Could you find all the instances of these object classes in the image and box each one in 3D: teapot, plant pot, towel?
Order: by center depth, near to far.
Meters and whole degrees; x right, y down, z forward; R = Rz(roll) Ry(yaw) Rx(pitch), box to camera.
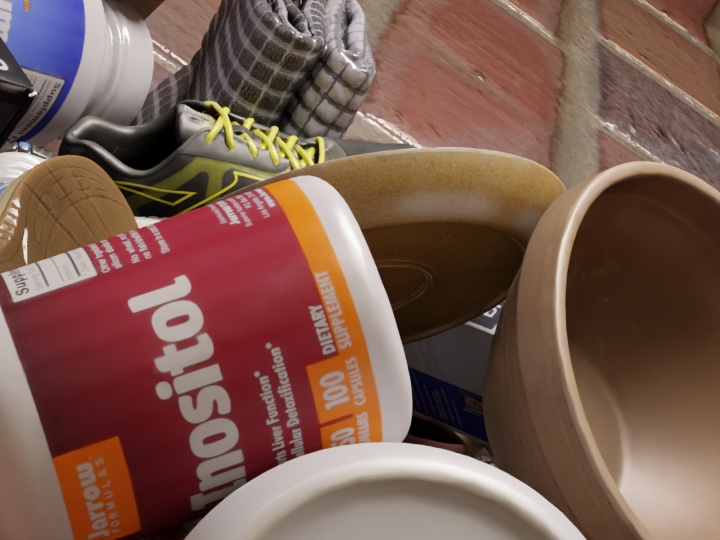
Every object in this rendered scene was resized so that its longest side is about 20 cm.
[{"bbox_3d":[0.005,0.161,0.903,0.201,0.197,0.146,60,-17,5],"label":"teapot"},{"bbox_3d":[0.121,0.060,1.104,0.200,0.092,0.202,21,58,-39],"label":"plant pot"},{"bbox_3d":[0.000,0.000,1.118,0.200,0.200,0.028,14,56,-49],"label":"plant pot"},{"bbox_3d":[-0.066,-0.095,1.380,0.085,0.166,0.200,25,20,-15],"label":"towel"}]

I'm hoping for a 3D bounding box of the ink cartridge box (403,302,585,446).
[{"bbox_3d":[0.046,0.040,1.259,0.199,0.039,0.100,21,-34,36],"label":"ink cartridge box"}]

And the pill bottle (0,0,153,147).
[{"bbox_3d":[-0.204,-0.124,1.280,0.200,0.112,0.112,12,30,-51],"label":"pill bottle"}]

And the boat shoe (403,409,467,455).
[{"bbox_3d":[-0.019,0.064,1.143,0.070,0.070,0.200,51,8,36],"label":"boat shoe"}]

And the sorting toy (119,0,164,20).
[{"bbox_3d":[-0.202,-0.187,1.382,0.184,0.037,0.200,24,-15,-16],"label":"sorting toy"}]

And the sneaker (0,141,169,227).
[{"bbox_3d":[-0.113,0.015,1.194,0.199,0.076,0.077,24,39,-27],"label":"sneaker"}]

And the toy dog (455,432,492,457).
[{"bbox_3d":[0.110,0.104,1.323,0.200,0.131,0.097,-105,170,-52],"label":"toy dog"}]

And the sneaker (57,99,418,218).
[{"bbox_3d":[-0.061,-0.045,1.244,0.199,0.085,0.075,-9,33,-3],"label":"sneaker"}]

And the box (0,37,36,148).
[{"bbox_3d":[-0.244,-0.044,0.930,0.200,0.159,0.046,15,30,-49],"label":"box"}]

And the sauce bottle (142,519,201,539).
[{"bbox_3d":[-0.101,0.081,1.040,0.066,0.066,0.200,26,20,-29],"label":"sauce bottle"}]

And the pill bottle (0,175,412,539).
[{"bbox_3d":[-0.090,0.045,0.930,0.113,0.199,0.114,161,-90,-79],"label":"pill bottle"}]

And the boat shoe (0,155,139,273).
[{"bbox_3d":[-0.157,0.009,1.064,0.071,0.064,0.200,57,27,-10],"label":"boat shoe"}]
